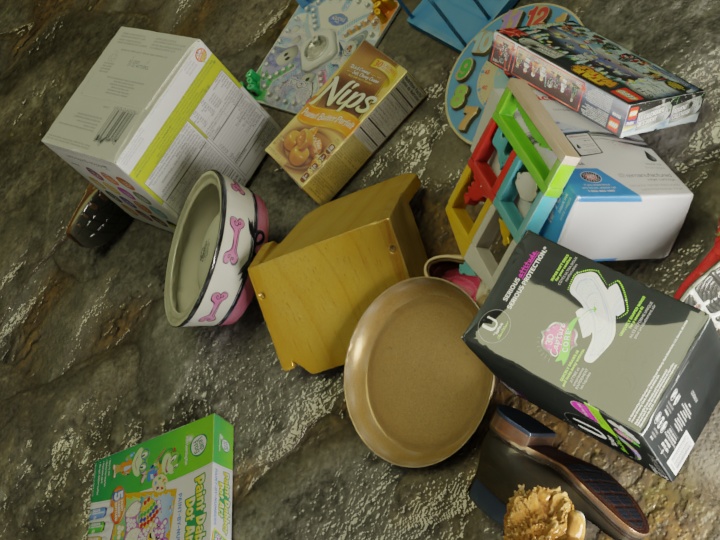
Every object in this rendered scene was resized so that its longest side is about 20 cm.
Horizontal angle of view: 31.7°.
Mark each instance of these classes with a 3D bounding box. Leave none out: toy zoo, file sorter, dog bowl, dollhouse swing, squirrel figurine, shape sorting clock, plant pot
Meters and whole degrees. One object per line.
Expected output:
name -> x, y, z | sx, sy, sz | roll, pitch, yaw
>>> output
toy zoo -> 0.143, -0.074, 1.286 | 0.202, 0.020, 0.132 | -64, 35, 34
file sorter -> 0.135, -0.405, 1.624 | 0.201, 0.123, 0.139 | -50, 43, -1
dog bowl -> -0.180, -0.020, 1.597 | 0.200, 0.073, 0.203 | -43, 39, 51
dollhouse swing -> 0.000, 0.000, 1.517 | 0.198, 0.175, 0.184 | -19, 92, 27
squirrel figurine -> 0.180, 0.273, 1.071 | 0.142, 0.186, 0.199 | -53, 44, -5
shape sorting clock -> 0.185, -0.236, 1.527 | 0.198, 0.039, 0.203 | -21, 50, 27
plant pot -> 0.066, 0.109, 1.358 | 0.198, 0.027, 0.204 | -9, 75, 37

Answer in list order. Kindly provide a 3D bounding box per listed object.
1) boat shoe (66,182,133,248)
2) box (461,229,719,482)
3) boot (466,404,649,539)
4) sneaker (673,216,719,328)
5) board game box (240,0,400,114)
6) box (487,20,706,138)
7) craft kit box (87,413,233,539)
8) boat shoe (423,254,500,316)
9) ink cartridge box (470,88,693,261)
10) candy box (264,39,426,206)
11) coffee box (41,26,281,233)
boat shoe -> -0.361, -0.121, 1.869 | 0.073, 0.076, 0.201 | 18, 65, 49
box -> 0.222, 0.079, 1.178 | 0.199, 0.149, 0.125 | 29, 80, 33
boot -> 0.184, 0.221, 1.209 | 0.200, 0.074, 0.098 | 39, 109, 43
sneaker -> 0.368, -0.024, 1.222 | 0.200, 0.077, 0.085 | -44, 32, -5
board game box -> -0.063, -0.314, 1.789 | 0.199, 0.026, 0.202 | 22, 76, 45
box -> 0.253, -0.211, 1.370 | 0.199, 0.136, 0.040 | 38, 129, 37
craft kit box -> -0.238, 0.293, 1.500 | 0.195, 0.049, 0.202 | -22, 50, 22
boat shoe -> 0.145, 0.028, 1.355 | 0.198, 0.069, 0.075 | 13, 70, 43
ink cartridge box -> 0.224, -0.101, 1.317 | 0.201, 0.144, 0.087 | -119, 36, -43
candy box -> -0.021, -0.192, 1.649 | 0.200, 0.055, 0.115 | -48, 43, 2
coffee box -> -0.269, -0.186, 1.742 | 0.198, 0.198, 0.202 | 19, 72, 45
